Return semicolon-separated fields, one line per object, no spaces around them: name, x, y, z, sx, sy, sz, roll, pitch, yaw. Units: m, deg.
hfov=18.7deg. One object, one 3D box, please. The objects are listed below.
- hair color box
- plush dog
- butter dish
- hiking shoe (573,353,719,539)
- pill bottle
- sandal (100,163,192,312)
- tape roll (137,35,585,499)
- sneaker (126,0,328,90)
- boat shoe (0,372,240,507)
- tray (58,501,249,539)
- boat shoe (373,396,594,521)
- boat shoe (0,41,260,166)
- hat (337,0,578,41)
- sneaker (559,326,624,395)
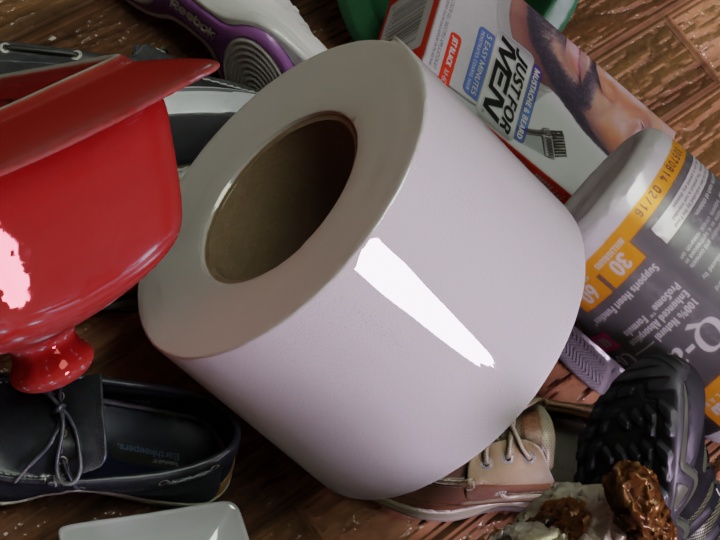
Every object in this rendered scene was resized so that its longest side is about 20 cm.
hair color box;0.100;-0.092;1.343;0.200;0.064;0.112;37;48;-25
plush dog;0.099;0.181;1.087;0.160;0.200;0.173;35;55;-17
butter dish;-0.173;-0.011;1.076;0.199;0.199;0.149;-29;108;-40
hiking shoe;0.176;0.137;1.220;0.100;0.202;0.075;-13;23;-38
pill bottle;0.200;0.024;1.235;0.200;0.116;0.117;41;50;-4
sandal;-0.140;-0.020;1.201;0.199;0.055;0.082;-10;67;-33
tape roll;0.000;0.000;1.149;0.139;0.202;0.204;42;46;-31
sneaker;-0.064;-0.163;1.318;0.200;0.075;0.100;44;51;2
boat shoe;-0.153;0.083;1.127;0.198;0.062;0.075;8;59;-23
tray;-0.084;0.218;1.106;0.107;0.022;0.201;-6;64;-31
boat shoe;0.082;0.098;1.239;0.198;0.072;0.076;6;58;-26
boat shoe;-0.130;-0.100;1.254;0.198;0.070;0.067;0;63;-20
hat;0.049;-0.222;1.450;0.199;0.176;0.167;-31;112;-9
sneaker;0.205;0.030;1.359;0.198;0.078;0.113;18;40;-13
